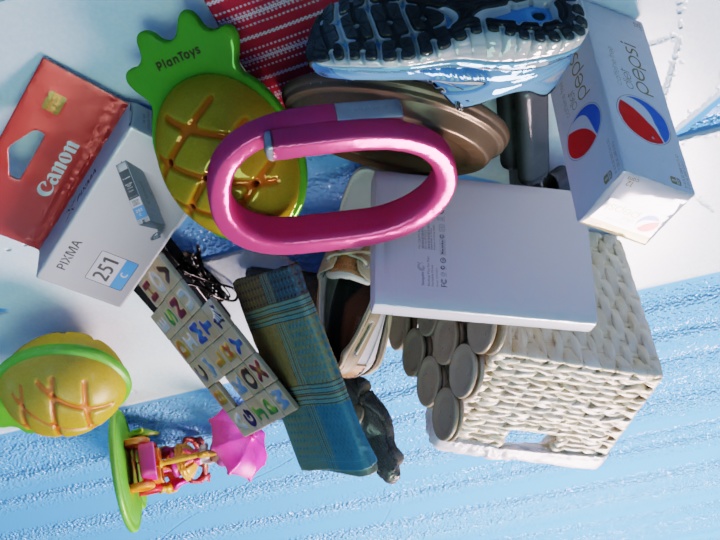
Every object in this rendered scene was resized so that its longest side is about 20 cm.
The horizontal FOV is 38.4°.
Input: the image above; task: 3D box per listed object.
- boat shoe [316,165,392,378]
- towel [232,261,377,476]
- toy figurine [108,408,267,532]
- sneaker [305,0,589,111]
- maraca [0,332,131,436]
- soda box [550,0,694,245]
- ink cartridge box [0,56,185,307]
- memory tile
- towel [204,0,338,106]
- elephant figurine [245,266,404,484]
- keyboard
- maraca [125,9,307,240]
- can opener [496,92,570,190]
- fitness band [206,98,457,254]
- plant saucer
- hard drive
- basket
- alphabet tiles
[{"bbox_3d":[0.000,0.000,0.970,0.073,0.204,0.068,4,-179,23],"label":"boat shoe"},{"bbox_3d":[-0.054,0.095,0.972,0.021,0.203,0.146,-22,-175,-29],"label":"towel"},{"bbox_3d":[-0.207,0.238,1.306,0.180,0.153,0.200,-10,162,-5],"label":"toy figurine"},{"bbox_3d":[0.059,-0.146,0.733,0.196,0.080,0.091,0,144,-3],"label":"sneaker"},{"bbox_3d":[-0.351,0.134,1.160,0.197,0.108,0.138,-19,134,19],"label":"maraca"},{"bbox_3d":[0.200,-0.122,0.824,0.067,0.203,0.064,15,138,-20],"label":"soda box"},{"bbox_3d":[-0.255,-0.072,0.957,0.174,0.045,0.201,23,123,-29],"label":"ink cartridge box"},{"bbox_3d":[0.080,0.054,1.009,0.016,0.201,0.155,8,118,-21],"label":"memory tile"},{"bbox_3d":[-0.049,-0.222,0.835,0.142,0.023,0.201,-16,140,13],"label":"towel"},{"bbox_3d":[-0.039,0.107,1.077,0.139,0.204,0.154,3,-176,-28],"label":"elephant figurine"},{"bbox_3d":[-0.203,0.012,1.089,0.102,0.040,0.201,-15,139,16],"label":"keyboard"},{"bbox_3d":[-0.120,-0.116,0.872,0.135,0.107,0.202,-18,109,22],"label":"maraca"},{"bbox_3d":[0.165,-0.115,0.963,0.066,0.053,0.202,-32,142,-16],"label":"can opener"},{"bbox_3d":[-0.021,-0.067,0.810,0.196,0.038,0.145,-6,145,-7],"label":"fitness band"},{"bbox_3d":[0.027,-0.119,0.875,0.196,0.030,0.200,12,171,2],"label":"plant saucer"},{"bbox_3d":[0.107,-0.018,0.915,0.196,0.134,0.026,5,153,-9],"label":"hard drive"},{"bbox_3d":[0.174,0.072,1.055,0.194,0.202,0.162,9,137,-14],"label":"basket"},{"bbox_3d":[-0.152,0.076,1.047,0.201,0.008,0.167,52,151,-1],"label":"alphabet tiles"}]
